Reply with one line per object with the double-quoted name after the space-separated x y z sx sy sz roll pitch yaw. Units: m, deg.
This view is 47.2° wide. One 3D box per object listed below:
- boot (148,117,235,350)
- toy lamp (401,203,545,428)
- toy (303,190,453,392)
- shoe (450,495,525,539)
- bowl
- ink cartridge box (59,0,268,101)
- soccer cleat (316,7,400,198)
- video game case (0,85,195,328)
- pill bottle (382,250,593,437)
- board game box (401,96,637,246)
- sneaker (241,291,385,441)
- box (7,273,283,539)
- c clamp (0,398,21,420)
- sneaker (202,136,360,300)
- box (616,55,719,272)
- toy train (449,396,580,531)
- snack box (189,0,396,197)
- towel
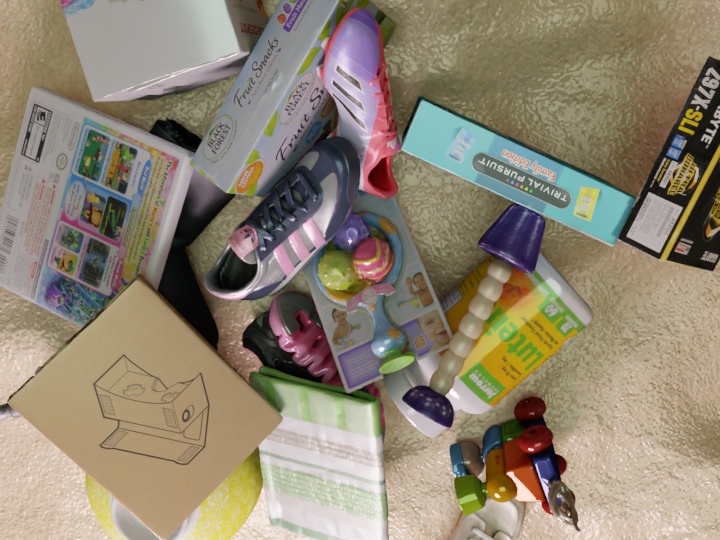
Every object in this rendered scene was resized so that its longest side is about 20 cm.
-0.174 -0.029 0.821 0.168 0.076 0.200 -43 91 15 "boot"
0.103 0.037 0.729 0.058 0.058 0.202 28 90 -3 "toy lamp"
0.000 0.000 0.787 0.114 0.047 0.202 -25 71 8 "toy"
0.121 0.322 0.893 0.069 0.053 0.202 27 102 -3 "shoe"
-0.206 0.229 0.864 0.197 0.108 0.203 1 103 3 "bowl"
-0.178 -0.265 0.729 0.143 0.145 0.203 -14 101 10 "ink cartridge box"
0.008 -0.143 0.730 0.076 0.201 0.067 35 63 18 "soccer cleat"
-0.264 -0.050 0.792 0.180 0.024 0.203 24 104 13 "video game case"
0.119 0.069 0.809 0.200 0.111 0.111 -43 97 11 "pill bottle"
0.135 -0.096 0.752 0.198 0.151 0.047 24 103 -2 "board game box"
-0.051 0.120 0.860 0.095 0.079 0.201 -29 99 30 "sneaker"
-0.196 0.130 0.772 0.163 0.021 0.200 -44 107 -5 "box"
-0.270 0.117 0.818 0.197 0.171 0.027 -18 77 1 "c clamp"
-0.074 -0.039 0.757 0.070 0.082 0.201 51 125 20 "sneaker"
0.309 -0.083 0.727 0.049 0.199 0.162 29 103 31 "box"
0.142 0.207 0.795 0.114 0.200 0.086 -21 101 12 "toy train"
-0.057 -0.163 0.749 0.053 0.142 0.201 36 103 16 "snack box"
-0.038 0.197 0.841 0.147 0.031 0.203 9 119 23 "towel"
